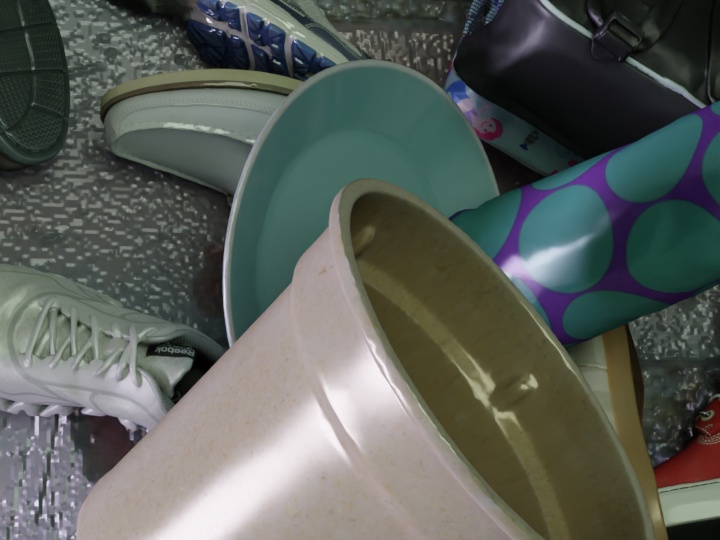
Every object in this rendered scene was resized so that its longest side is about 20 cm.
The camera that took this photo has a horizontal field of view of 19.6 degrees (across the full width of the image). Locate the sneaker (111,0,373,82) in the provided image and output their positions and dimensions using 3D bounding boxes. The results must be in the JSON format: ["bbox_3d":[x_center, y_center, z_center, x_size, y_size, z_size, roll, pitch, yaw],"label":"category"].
[{"bbox_3d":[-0.059,-0.155,1.075,0.200,0.077,0.085,36,65,-3],"label":"sneaker"}]

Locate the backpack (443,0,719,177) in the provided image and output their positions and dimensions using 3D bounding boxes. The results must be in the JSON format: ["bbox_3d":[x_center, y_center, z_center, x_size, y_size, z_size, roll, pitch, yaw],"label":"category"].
[{"bbox_3d":[0.144,-0.134,1.068,0.177,0.151,0.200,29,54,-14],"label":"backpack"}]

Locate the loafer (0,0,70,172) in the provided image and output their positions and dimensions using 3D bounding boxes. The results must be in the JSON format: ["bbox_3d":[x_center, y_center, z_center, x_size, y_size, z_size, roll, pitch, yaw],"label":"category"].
[{"bbox_3d":[-0.204,-0.139,1.049,0.072,0.063,0.200,-11,80,-49],"label":"loafer"}]

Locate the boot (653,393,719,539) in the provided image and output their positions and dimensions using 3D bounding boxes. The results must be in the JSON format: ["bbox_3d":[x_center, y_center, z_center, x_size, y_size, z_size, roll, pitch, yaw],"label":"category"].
[{"bbox_3d":[0.190,0.068,1.085,0.200,0.072,0.145,-15,65,-11],"label":"boot"}]

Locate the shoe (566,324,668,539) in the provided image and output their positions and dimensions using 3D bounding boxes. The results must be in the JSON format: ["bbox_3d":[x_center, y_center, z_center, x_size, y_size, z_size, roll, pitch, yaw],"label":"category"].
[{"bbox_3d":[0.113,0.064,1.034,0.053,0.070,0.200,-13,42,9],"label":"shoe"}]

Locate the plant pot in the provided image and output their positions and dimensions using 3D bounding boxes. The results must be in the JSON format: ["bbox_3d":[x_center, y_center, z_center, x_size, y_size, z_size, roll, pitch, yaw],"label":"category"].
[{"bbox_3d":[-0.010,0.096,0.864,0.183,0.200,0.201,-37,85,18],"label":"plant pot"}]

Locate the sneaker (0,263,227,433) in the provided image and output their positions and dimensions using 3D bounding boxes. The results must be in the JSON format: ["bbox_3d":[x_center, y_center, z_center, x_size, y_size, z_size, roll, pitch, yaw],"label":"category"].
[{"bbox_3d":[-0.120,0.042,1.000,0.200,0.081,0.075,20,72,-7],"label":"sneaker"}]

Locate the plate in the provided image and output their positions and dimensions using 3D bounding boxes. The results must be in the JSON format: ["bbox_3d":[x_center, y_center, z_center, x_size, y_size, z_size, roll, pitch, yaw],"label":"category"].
[{"bbox_3d":[0.000,0.000,0.996,0.200,0.026,0.201,-2,93,-48],"label":"plate"}]

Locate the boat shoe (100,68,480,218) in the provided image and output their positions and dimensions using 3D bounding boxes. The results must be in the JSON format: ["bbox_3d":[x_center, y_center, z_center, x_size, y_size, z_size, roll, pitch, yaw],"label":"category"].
[{"bbox_3d":[-0.033,-0.051,1.050,0.200,0.075,0.069,7,70,-15],"label":"boat shoe"}]

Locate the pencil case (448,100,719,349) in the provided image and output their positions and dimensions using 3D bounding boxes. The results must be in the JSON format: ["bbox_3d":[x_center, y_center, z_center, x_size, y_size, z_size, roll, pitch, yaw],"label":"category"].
[{"bbox_3d":[0.130,-0.019,0.969,0.092,0.200,0.085,-16,84,-55],"label":"pencil case"}]
